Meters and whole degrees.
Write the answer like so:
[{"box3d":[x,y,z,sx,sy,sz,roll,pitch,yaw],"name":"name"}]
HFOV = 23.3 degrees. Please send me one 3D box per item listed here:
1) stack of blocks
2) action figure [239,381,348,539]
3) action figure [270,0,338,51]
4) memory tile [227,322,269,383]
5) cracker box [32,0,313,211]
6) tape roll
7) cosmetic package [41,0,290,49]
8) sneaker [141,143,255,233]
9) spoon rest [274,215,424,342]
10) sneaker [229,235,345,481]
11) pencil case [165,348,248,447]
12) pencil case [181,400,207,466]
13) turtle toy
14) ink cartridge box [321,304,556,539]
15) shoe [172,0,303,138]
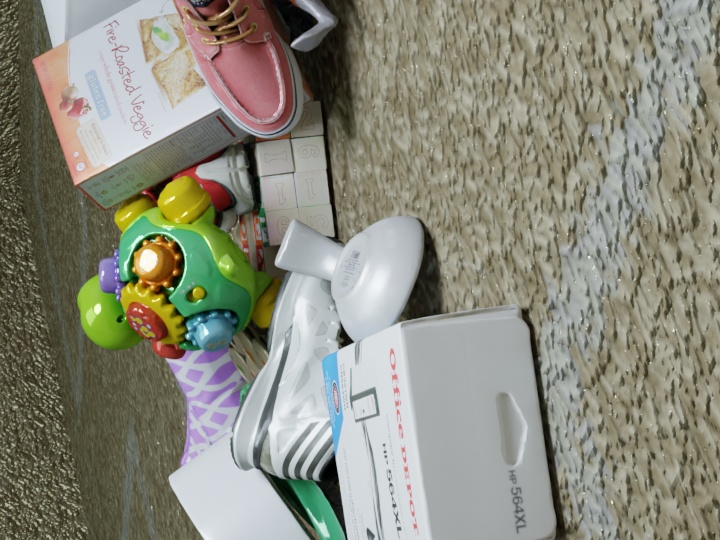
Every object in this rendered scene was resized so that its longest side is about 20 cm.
[{"box3d":[-0.064,-0.039,1.490,0.115,0.058,0.200,-176,80,-75],"name":"stack of blocks"},{"box3d":[-0.044,0.165,1.418,0.200,0.055,0.118,53,166,30],"name":"action figure"},{"box3d":[-0.046,-0.256,1.349,0.194,0.104,0.200,-105,-13,-46],"name":"action figure"},{"box3d":[-0.078,0.101,1.533,0.153,0.017,0.200,61,167,-21],"name":"memory tile"},{"box3d":[-0.153,-0.155,1.416,0.134,0.200,0.058,66,-172,28],"name":"cracker box"},{"box3d":[-0.075,0.233,1.458,0.203,0.071,0.202,53,174,8],"name":"tape roll"},{"box3d":[-0.172,-0.269,1.519,0.165,0.200,0.165,99,158,-43],"name":"cosmetic package"},{"box3d":[-0.148,-0.072,1.507,0.200,0.085,0.077,147,117,-73],"name":"sneaker"},{"box3d":[0.000,0.000,1.284,0.100,0.061,0.200,-68,24,0],"name":"spoon rest"},{"box3d":[-0.016,0.075,1.373,0.076,0.115,0.201,52,-127,-63],"name":"sneaker"},{"box3d":[-0.141,0.100,1.658,0.200,0.085,0.084,64,175,-16],"name":"pencil case"},{"box3d":[-0.144,0.119,1.759,0.084,0.085,0.200,-132,37,-66],"name":"pencil case"},{"box3d":[-0.159,0.015,1.428,0.146,0.101,0.200,51,147,-17],"name":"turtle toy"},{"box3d":[0.045,0.109,1.123,0.200,0.084,0.146,145,117,-73],"name":"ink cartridge box"},{"box3d":[-0.108,-0.191,1.303,0.200,0.071,0.091,65,-173,-1],"name":"shoe"}]
